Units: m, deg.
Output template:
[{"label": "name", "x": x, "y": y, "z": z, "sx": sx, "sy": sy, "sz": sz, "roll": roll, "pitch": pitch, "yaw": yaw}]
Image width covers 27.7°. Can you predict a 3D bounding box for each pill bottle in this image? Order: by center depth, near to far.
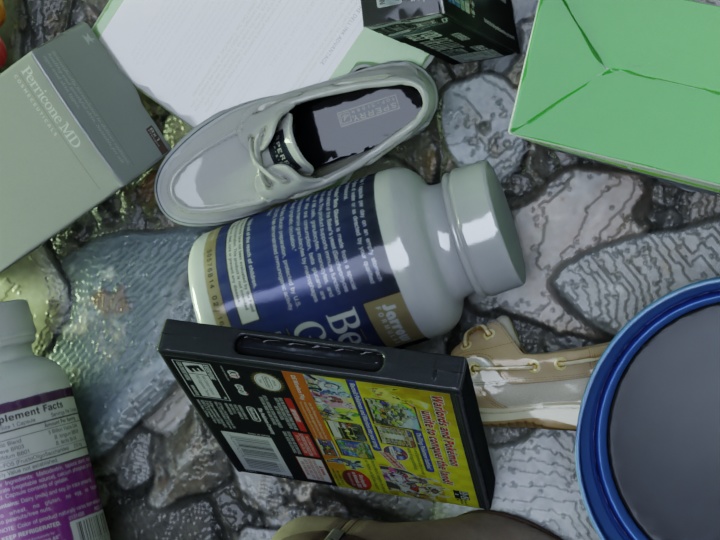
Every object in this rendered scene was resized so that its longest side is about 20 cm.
[{"label": "pill bottle", "x": 0.000, "y": 0.000, "z": 0.931, "sx": 0.198, "sy": 0.111, "sz": 0.112, "roll": -19, "pitch": 87, "yaw": 14}, {"label": "pill bottle", "x": -0.243, "y": 0.127, "z": 0.995, "sx": 0.111, "sy": 0.112, "sz": 0.202, "roll": -16, "pitch": 87, "yaw": 14}]

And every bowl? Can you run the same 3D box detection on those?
[{"label": "bowl", "x": 0.225, "y": 0.102, "z": 0.846, "sx": 0.198, "sy": 0.039, "sz": 0.203, "roll": 1, "pitch": 95, "yaw": 15}]

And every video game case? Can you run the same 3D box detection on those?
[{"label": "video game case", "x": -0.013, "y": 0.092, "z": 0.900, "sx": 0.178, "sy": 0.201, "sz": 0.026, "roll": 7, "pitch": 63, "yaw": 14}]

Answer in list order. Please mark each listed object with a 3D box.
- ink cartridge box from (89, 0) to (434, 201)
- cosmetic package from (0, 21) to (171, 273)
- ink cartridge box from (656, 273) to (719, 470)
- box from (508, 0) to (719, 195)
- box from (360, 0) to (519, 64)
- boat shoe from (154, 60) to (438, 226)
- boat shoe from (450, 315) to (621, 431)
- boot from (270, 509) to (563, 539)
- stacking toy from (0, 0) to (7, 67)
[{"label": "ink cartridge box", "x": -0.066, "y": -0.152, "z": 0.980, "sx": 0.199, "sy": 0.048, "sz": 0.146, "roll": 35, "pitch": 100, "yaw": -5}, {"label": "cosmetic package", "x": -0.237, "y": -0.064, "z": 0.973, "sx": 0.199, "sy": 0.090, "sz": 0.107, "roll": -32, "pitch": 100, "yaw": 28}, {"label": "ink cartridge box", "x": 0.291, "y": 0.034, "z": 0.882, "sx": 0.198, "sy": 0.067, "sz": 0.118, "roll": -22, "pitch": 88, "yaw": 13}, {"label": "box", "x": 0.200, "y": -0.094, "z": 0.846, "sx": 0.198, "sy": 0.176, "sz": 0.098, "roll": 15, "pitch": 96, "yaw": 13}, {"label": "box", "x": 0.043, "y": -0.214, "z": 0.872, "sx": 0.049, "sy": 0.200, "sz": 0.160, "roll": -7, "pitch": 89, "yaw": 18}, {"label": "boat shoe", "x": -0.044, "y": -0.079, "z": 0.934, "sx": 0.198, "sy": 0.066, "sz": 0.073, "roll": -17, "pitch": 98, "yaw": 7}, {"label": "boat shoe", "x": 0.093, "y": 0.064, "z": 0.934, "sx": 0.197, "sy": 0.074, "sz": 0.070, "roll": 2, "pitch": 89, "yaw": 5}, {"label": "boot", "x": 0.039, "y": 0.192, "z": 0.908, "sx": 0.197, "sy": 0.146, "sz": 0.071, "roll": 3, "pitch": 90, "yaw": 14}, {"label": "stacking toy", "x": -0.283, "y": -0.227, "z": 1.016, "sx": 0.108, "sy": 0.116, "sz": 0.202, "roll": 11, "pitch": 80, "yaw": 10}]
